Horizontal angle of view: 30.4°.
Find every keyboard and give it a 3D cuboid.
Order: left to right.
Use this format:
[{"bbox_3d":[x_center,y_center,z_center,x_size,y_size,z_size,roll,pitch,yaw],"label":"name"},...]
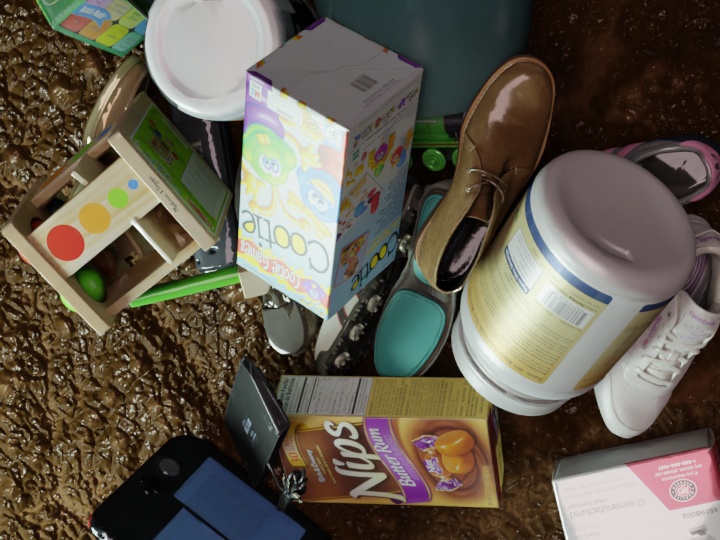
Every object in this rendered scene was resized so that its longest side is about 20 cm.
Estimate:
[{"bbox_3d":[-0.083,0.158,1.181,0.020,0.200,0.128,-22,75,-18],"label":"keyboard"}]

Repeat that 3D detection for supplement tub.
[{"bbox_3d":[-0.098,-0.190,1.139,0.120,0.200,0.125,1,97,12],"label":"supplement tub"},{"bbox_3d":[0.168,0.015,1.092,0.144,0.144,0.201,38,136,6],"label":"supplement tub"}]

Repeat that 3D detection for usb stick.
[{"bbox_3d":[-0.144,-0.095,1.246,0.055,0.033,0.203,-8,95,13],"label":"usb stick"}]

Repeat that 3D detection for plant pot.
[{"bbox_3d":[0.054,-0.220,1.110,0.197,0.201,0.163,-3,111,13],"label":"plant pot"}]

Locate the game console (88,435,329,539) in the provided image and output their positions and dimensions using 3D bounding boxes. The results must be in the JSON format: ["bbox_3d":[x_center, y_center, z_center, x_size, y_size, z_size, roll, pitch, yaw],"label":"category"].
[{"bbox_3d":[-0.128,0.245,1.208,0.199,0.177,0.031,36,116,7],"label":"game console"}]

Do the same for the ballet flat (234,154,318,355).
[{"bbox_3d":[-0.072,-0.023,1.232,0.067,0.046,0.203,-10,92,31],"label":"ballet flat"}]

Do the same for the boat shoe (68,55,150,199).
[{"bbox_3d":[-0.226,-0.101,1.250,0.064,0.071,0.202,23,111,5],"label":"boat shoe"}]

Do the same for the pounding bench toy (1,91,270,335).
[{"bbox_3d":[-0.193,-0.020,1.177,0.155,0.125,0.200,-37,108,15],"label":"pounding bench toy"}]

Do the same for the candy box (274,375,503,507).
[{"bbox_3d":[0.026,0.155,1.197,0.197,0.057,0.118,0,130,15],"label":"candy box"}]

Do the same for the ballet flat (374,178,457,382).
[{"bbox_3d":[0.066,0.010,1.173,0.067,0.063,0.202,28,119,22],"label":"ballet flat"}]

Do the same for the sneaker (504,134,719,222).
[{"bbox_3d":[0.215,-0.072,1.140,0.197,0.082,0.071,-19,94,15],"label":"sneaker"}]

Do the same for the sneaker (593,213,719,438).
[{"bbox_3d":[0.257,0.053,1.132,0.074,0.100,0.203,16,101,-11],"label":"sneaker"}]

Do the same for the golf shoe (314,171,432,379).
[{"bbox_3d":[0.000,0.000,1.213,0.087,0.077,0.202,30,98,26],"label":"golf shoe"}]

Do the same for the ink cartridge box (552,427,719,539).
[{"bbox_3d":[0.262,0.256,1.165,0.144,0.083,0.203,-14,93,14],"label":"ink cartridge box"}]

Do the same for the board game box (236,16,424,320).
[{"bbox_3d":[-0.029,-0.080,1.075,0.102,0.105,0.202,30,137,22],"label":"board game box"}]

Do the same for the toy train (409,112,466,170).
[{"bbox_3d":[0.020,-0.120,1.175,0.197,0.042,0.057,1,127,27],"label":"toy train"}]

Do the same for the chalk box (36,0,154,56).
[{"bbox_3d":[-0.223,-0.279,1.177,0.123,0.125,0.202,-35,74,14],"label":"chalk box"}]

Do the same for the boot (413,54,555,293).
[{"bbox_3d":[0.105,-0.072,1.060,0.073,0.076,0.202,21,105,-9],"label":"boot"}]
